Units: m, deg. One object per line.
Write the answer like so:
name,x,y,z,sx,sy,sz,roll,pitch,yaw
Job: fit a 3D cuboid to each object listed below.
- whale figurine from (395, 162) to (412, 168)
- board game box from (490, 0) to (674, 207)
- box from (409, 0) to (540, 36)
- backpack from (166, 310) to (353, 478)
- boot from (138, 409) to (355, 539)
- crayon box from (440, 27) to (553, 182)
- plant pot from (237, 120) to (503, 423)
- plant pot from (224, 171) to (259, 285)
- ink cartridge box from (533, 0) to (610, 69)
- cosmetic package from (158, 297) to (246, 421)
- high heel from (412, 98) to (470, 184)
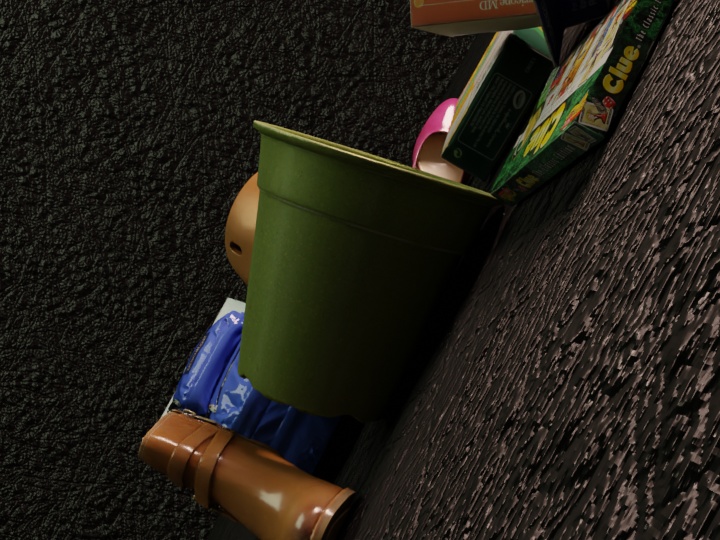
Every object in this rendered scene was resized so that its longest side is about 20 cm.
whale figurine,0.000,0.000,1.004,0.201,0.158,0.104,-56,-27,-22
board game box,0.134,-0.106,0.701,0.106,0.023,0.200,-64,3,-10
box,0.109,-0.300,0.913,0.097,0.123,0.203,-15,-77,-64
backpack,-0.086,0.124,1.057,0.164,0.166,0.200,-68,10,-18
boot,-0.089,0.156,0.813,0.074,0.153,0.200,-61,3,-11
crayon box,0.135,-0.177,1.075,0.127,0.051,0.200,-60,4,24
plant pot,-0.011,0.007,0.861,0.200,0.197,0.192,-82,8,-83
plant pot,-0.052,-0.028,1.208,0.199,0.139,0.202,-29,-48,-39
ink cartridge box,0.145,-0.283,0.791,0.197,0.043,0.202,59,-145,-48
cosmetic package,-0.112,0.146,1.233,0.152,0.051,0.200,-60,-41,-17
high heel,0.076,-0.100,1.140,0.096,0.067,0.202,96,-165,-71
